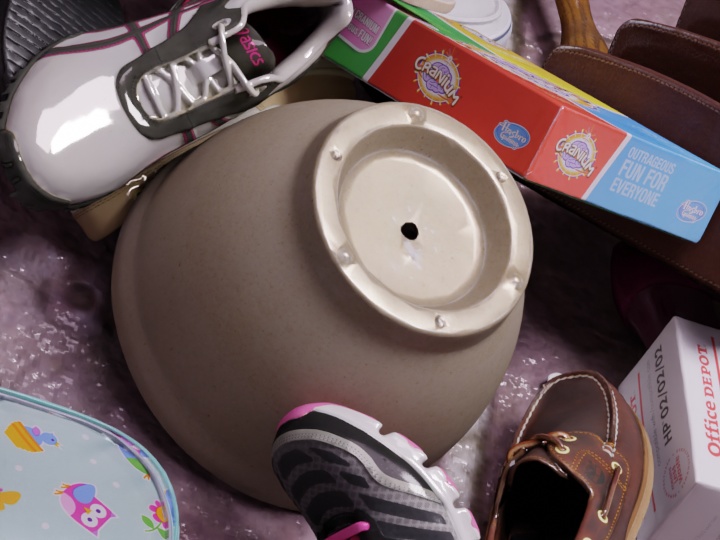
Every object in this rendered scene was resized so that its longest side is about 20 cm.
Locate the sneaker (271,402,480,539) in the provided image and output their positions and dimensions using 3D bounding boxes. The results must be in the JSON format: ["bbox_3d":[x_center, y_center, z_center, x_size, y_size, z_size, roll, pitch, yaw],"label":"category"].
[{"bbox_3d":[0.014,0.154,1.351,0.087,0.074,0.200,-34,92,-40],"label":"sneaker"}]

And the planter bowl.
[{"bbox_3d":[0.000,0.000,1.432,0.200,0.135,0.201,14,60,-27],"label":"planter bowl"}]

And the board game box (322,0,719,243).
[{"bbox_3d":[0.071,-0.087,1.536,0.200,0.040,0.153,34,11,40],"label":"board game box"}]

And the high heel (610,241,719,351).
[{"bbox_3d":[0.233,0.029,1.653,0.200,0.067,0.096,15,35,-27],"label":"high heel"}]

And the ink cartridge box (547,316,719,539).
[{"bbox_3d":[0.203,0.100,1.555,0.200,0.068,0.115,16,43,-19],"label":"ink cartridge box"}]

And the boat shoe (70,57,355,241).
[{"bbox_3d":[-0.077,-0.061,1.545,0.200,0.074,0.067,-19,86,-38],"label":"boat shoe"}]

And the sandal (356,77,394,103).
[{"bbox_3d":[0.031,-0.061,1.615,0.075,0.045,0.200,25,22,-33],"label":"sandal"}]

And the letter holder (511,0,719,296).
[{"bbox_3d":[0.194,-0.074,1.598,0.100,0.142,0.200,11,15,-43],"label":"letter holder"}]

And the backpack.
[{"bbox_3d":[-0.159,0.133,1.227,0.175,0.154,0.200,16,35,-10],"label":"backpack"}]

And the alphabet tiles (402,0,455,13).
[{"bbox_3d":[-0.049,-0.181,1.551,0.200,0.015,0.195,11,16,-45],"label":"alphabet tiles"}]

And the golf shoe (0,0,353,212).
[{"bbox_3d":[-0.092,-0.095,1.444,0.200,0.088,0.077,-34,102,-37],"label":"golf shoe"}]

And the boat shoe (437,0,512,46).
[{"bbox_3d":[0.006,-0.163,1.697,0.200,0.065,0.074,5,47,-29],"label":"boat shoe"}]

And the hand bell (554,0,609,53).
[{"bbox_3d":[0.125,-0.163,1.782,0.104,0.104,0.200,7,59,-28],"label":"hand bell"}]

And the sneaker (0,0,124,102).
[{"bbox_3d":[-0.171,-0.128,1.534,0.074,0.088,0.200,42,29,-26],"label":"sneaker"}]

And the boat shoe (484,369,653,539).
[{"bbox_3d":[0.098,0.115,1.455,0.070,0.070,0.200,55,27,-33],"label":"boat shoe"}]
